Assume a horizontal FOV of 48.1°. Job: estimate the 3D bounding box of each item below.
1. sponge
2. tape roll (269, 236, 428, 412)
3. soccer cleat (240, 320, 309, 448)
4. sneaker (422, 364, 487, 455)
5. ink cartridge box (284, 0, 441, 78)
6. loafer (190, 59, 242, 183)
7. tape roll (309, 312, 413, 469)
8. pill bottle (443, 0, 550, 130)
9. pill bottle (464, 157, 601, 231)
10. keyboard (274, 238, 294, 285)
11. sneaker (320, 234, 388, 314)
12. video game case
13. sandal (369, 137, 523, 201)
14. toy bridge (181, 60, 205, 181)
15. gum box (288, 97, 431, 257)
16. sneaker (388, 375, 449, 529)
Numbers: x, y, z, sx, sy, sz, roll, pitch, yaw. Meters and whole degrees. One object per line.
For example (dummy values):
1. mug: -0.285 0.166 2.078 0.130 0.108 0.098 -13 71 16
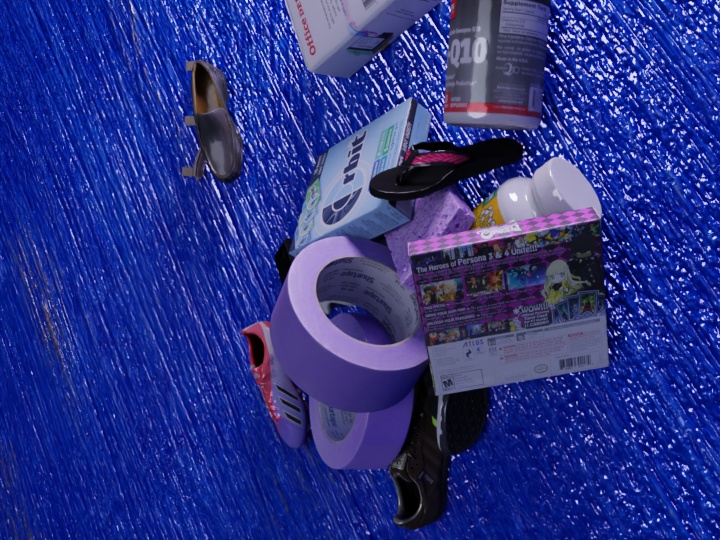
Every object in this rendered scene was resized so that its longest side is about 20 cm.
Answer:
1. sponge: 0.073 -0.067 0.978 0.112 0.029 0.201 -54 24 19
2. tape roll: -0.004 0.061 0.962 0.201 0.197 0.086 54 140 26
3. soccer cleat: -0.135 0.178 1.249 0.066 0.076 0.204 -21 78 42
4. sneaker: 0.111 0.129 1.027 0.082 0.070 0.205 -3 87 60
5. ink cartridge box: -0.002 -0.374 1.074 0.199 0.083 0.147 -30 73 41
6. loafer: -0.242 -0.242 1.309 0.071 0.072 0.204 -18 81 7
7. tape roll: -0.003 0.161 1.080 0.199 0.064 0.205 -26 61 60
8. pill bottle: 0.155 -0.265 0.910 0.113 0.113 0.205 10 100 42
9. pill bottle: 0.171 -0.033 0.914 0.200 0.112 0.114 -41 66 38
10. keyboard: -0.079 0.050 1.225 0.104 0.039 0.204 -42 64 63
11. sneaker: 0.000 0.000 1.120 0.198 0.075 0.082 -24 96 40
12. video game case: 0.160 0.038 0.857 0.196 0.036 0.184 -11 118 6
13. sandal: 0.096 -0.130 0.929 0.075 0.197 0.046 -130 25 -53
14. toy bridge: -0.274 -0.256 1.384 0.066 0.027 0.205 8 98 42
15. gum box: -0.001 -0.112 1.058 0.198 0.044 0.173 -23 44 44
16. sneaker: 0.074 0.237 1.052 0.070 0.075 0.205 -2 92 43
